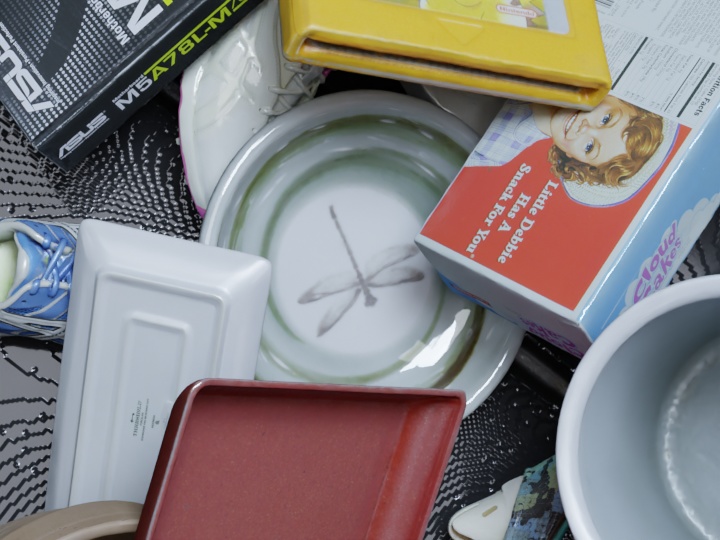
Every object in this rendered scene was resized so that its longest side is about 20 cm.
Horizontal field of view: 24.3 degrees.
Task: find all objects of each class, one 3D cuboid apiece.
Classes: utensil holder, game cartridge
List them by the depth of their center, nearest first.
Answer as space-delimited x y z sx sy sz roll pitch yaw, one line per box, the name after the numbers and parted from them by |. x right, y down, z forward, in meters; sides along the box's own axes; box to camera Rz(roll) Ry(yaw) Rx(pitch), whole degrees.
0.207 0.094 0.862 0.169 0.200 0.172 -2 85 22 | utensil holder
0.038 -0.184 0.881 0.175 0.032 0.201 7 59 -21 | game cartridge

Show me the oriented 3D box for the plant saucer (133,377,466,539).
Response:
-0.048 0.146 0.869 0.037 0.199 0.201 28 105 42 | plant saucer

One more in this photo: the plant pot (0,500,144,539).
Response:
-0.171 0.200 0.876 0.092 0.201 0.201 30 78 42 | plant pot

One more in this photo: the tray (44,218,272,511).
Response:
-0.115 0.079 0.904 0.106 0.022 0.202 12 110 3 | tray

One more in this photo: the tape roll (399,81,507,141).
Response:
0.109 -0.161 0.982 0.201 0.037 0.205 1 86 -12 | tape roll

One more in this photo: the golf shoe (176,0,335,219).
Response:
-0.048 -0.118 0.942 0.091 0.075 0.202 9 92 35 | golf shoe

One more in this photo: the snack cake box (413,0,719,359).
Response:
0.134 -0.061 0.895 0.115 0.067 0.201 28 78 34 | snack cake box

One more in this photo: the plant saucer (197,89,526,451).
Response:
0.000 0.000 0.947 0.198 0.050 0.202 -1 92 -18 | plant saucer

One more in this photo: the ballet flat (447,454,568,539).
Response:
0.066 0.174 0.932 0.074 0.074 0.201 28 79 0 | ballet flat

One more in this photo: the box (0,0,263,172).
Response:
-0.151 -0.190 0.933 0.193 0.048 0.200 -39 66 1 | box

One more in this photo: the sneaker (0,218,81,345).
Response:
-0.162 0.011 0.934 0.198 0.077 0.076 1 80 -5 | sneaker
